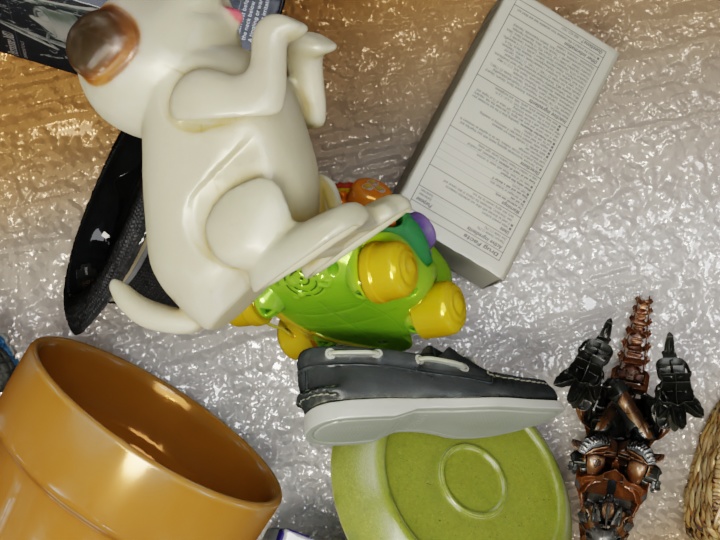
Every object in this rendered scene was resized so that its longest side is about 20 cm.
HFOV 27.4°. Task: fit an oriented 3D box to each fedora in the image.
[{"bbox_3d":[-0.133,-0.033,1.029,0.091,0.200,0.203,21,81,-21],"label":"fedora"}]

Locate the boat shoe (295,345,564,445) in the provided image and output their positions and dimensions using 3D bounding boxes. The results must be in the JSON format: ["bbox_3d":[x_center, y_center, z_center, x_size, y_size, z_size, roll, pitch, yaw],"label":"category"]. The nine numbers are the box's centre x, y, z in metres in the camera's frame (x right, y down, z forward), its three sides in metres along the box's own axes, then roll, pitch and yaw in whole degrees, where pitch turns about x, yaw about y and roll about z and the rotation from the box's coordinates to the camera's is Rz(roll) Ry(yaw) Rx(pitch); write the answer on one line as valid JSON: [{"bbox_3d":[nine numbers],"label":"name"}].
[{"bbox_3d":[0.050,0.079,1.010,0.198,0.076,0.061,4,63,-30],"label":"boat shoe"}]

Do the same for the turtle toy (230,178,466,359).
[{"bbox_3d":[0.000,0.000,1.021,0.144,0.200,0.102,-10,66,27],"label":"turtle toy"}]

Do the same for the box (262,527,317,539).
[{"bbox_3d":[-0.004,0.303,1.052,0.198,0.105,0.186,23,80,-7],"label":"box"}]

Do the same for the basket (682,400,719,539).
[{"bbox_3d":[0.345,0.138,1.105,0.142,0.149,0.201,34,81,-4],"label":"basket"}]

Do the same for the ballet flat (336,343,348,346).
[{"bbox_3d":[0.025,0.112,1.099,0.062,0.067,0.202,-26,89,-20],"label":"ballet flat"}]

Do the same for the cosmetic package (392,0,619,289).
[{"bbox_3d":[0.104,-0.099,1.128,0.103,0.073,0.201,30,81,-5],"label":"cosmetic package"}]

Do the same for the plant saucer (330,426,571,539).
[{"bbox_3d":[0.073,0.154,1.044,0.198,0.031,0.202,16,53,-23],"label":"plant saucer"}]

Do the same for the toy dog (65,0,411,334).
[{"bbox_3d":[-0.089,-0.080,0.882,0.193,0.139,0.201,-32,85,26],"label":"toy dog"}]

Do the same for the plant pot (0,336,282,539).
[{"bbox_3d":[-0.183,0.176,1.004,0.199,0.200,0.184,32,95,-5],"label":"plant pot"}]

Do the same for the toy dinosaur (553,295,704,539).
[{"bbox_3d":[0.190,0.109,1.105,0.101,0.136,0.202,-7,57,0],"label":"toy dinosaur"}]

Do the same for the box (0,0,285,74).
[{"bbox_3d":[-0.151,-0.205,1.033,0.194,0.200,0.125,17,81,-7],"label":"box"}]

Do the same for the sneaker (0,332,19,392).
[{"bbox_3d":[-0.329,0.049,1.037,0.198,0.075,0.087,26,93,18],"label":"sneaker"}]
